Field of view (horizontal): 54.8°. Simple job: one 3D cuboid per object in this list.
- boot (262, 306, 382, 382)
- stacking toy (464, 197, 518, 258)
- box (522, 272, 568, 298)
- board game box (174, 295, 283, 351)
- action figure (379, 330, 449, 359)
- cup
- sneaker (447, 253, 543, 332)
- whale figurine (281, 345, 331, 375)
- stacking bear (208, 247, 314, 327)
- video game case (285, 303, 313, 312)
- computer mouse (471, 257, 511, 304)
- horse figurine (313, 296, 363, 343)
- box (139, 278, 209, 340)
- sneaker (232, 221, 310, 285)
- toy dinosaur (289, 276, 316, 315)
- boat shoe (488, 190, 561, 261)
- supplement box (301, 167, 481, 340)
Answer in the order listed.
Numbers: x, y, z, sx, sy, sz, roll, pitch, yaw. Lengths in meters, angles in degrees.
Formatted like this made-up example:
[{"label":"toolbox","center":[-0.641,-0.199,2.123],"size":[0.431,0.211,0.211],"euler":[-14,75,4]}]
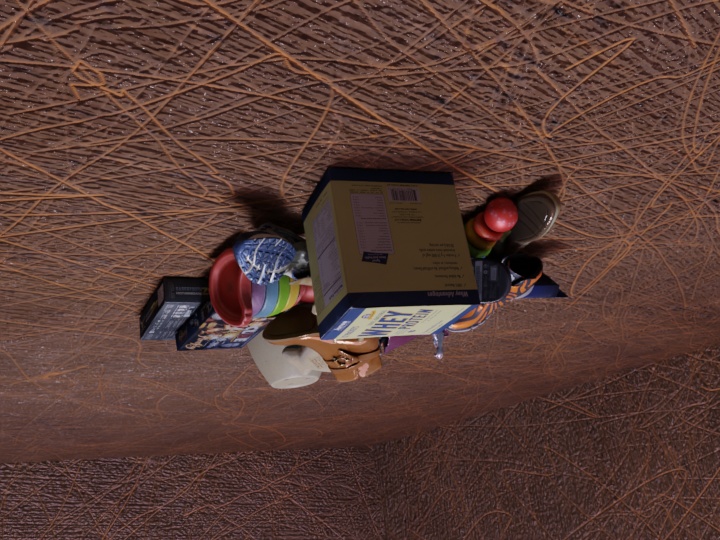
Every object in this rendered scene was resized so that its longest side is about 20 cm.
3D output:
[{"label":"boot","center":[-0.062,0.138,1.227],"size":[0.197,0.074,0.156],"euler":[-10,129,8]},{"label":"stacking toy","center":[0.191,-0.054,1.160],"size":[0.084,0.086,0.200],"euler":[0,151,-25]},{"label":"box","center":[0.290,0.014,1.327],"size":[0.197,0.121,0.033],"euler":[1,116,-24]},{"label":"board game box","center":[-0.239,0.095,1.260],"size":[0.134,0.035,0.200],"euler":[1,155,-34]},{"label":"action figure","center":[0.118,0.100,1.379],"size":[0.197,0.151,0.134],"euler":[-17,-179,-10]},{"label":"cup","center":[-0.148,0.168,1.477],"size":[0.197,0.145,0.201],"euler":[-9,159,-3]},{"label":"sneaker","center":[0.222,0.026,1.174],"size":[0.199,0.078,0.112],"euler":[-30,162,-15]},{"label":"whale figurine","center":[-0.058,0.138,1.351],"size":[0.199,0.104,0.159],"euler":[-26,119,35]},{"label":"stacking bear","center":[-0.140,0.022,1.159],"size":[0.198,0.123,0.113],"euler":[-3,-178,-42]},{"label":"video game case","center":[-0.027,0.051,1.302],"size":[0.198,0.022,0.182],"euler":[-14,180,21]},{"label":"computer mouse","center":[0.149,-0.016,1.140],"size":[0.197,0.143,0.046],"euler":[-3,-177,22]},{"label":"horse figurine","center":[0.021,0.045,1.085],"size":[0.198,0.050,0.134],"euler":[-21,133,-16]},{"label":"box","center":[-0.312,0.075,1.291],"size":[0.156,0.052,0.200],"euler":[3,155,-29]},{"label":"sneaker","center":[-0.136,-0.030,1.030],"size":[0.078,0.085,0.199],"euler":[-57,157,10]},{"label":"toy dinosaur","center":[-0.046,0.023,1.111],"size":[0.198,0.059,0.101],"euler":[1,142,-33]},{"label":"boat shoe","center":[0.279,-0.081,1.153],"size":[0.075,0.072,0.200],"euler":[-23,170,-24]},{"label":"supplement box","center":[0.038,-0.021,0.988],"size":[0.197,0.202,0.134],"euler":[-1,158,-22]}]
